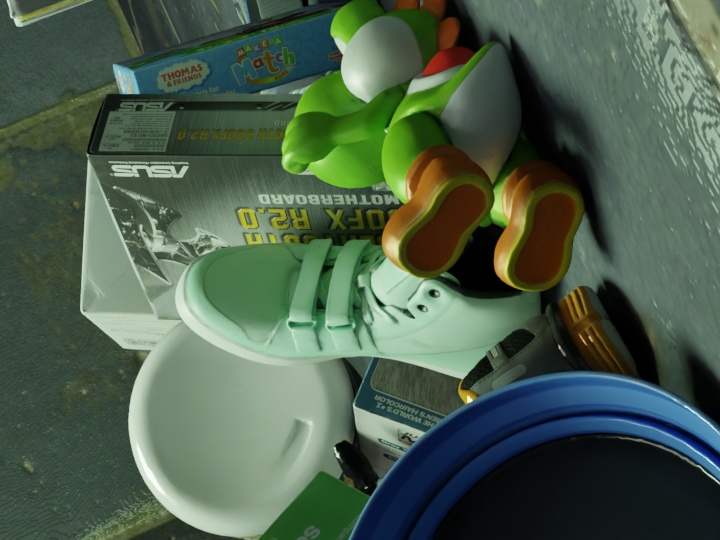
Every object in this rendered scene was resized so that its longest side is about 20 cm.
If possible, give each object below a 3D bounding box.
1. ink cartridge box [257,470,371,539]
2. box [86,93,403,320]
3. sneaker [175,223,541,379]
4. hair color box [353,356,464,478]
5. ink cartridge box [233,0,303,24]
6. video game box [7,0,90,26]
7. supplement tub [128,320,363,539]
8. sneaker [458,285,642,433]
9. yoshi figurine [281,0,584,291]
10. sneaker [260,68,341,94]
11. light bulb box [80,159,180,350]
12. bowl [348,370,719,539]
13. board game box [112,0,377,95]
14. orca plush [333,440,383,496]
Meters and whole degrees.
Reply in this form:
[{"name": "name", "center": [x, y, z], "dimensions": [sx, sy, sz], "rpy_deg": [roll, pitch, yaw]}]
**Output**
[{"name": "ink cartridge box", "center": [0.046, 0.203, 0.772], "dimensions": [0.199, 0.084, 0.147], "rpy_deg": [22, 145, 38]}, {"name": "box", "center": [-0.040, -0.032, 0.943], "dimensions": [0.159, 0.198, 0.049], "rpy_deg": [78, -162, -51]}, {"name": "sneaker", "center": [0.000, 0.000, 0.863], "dimensions": [0.118, 0.199, 0.074], "rpy_deg": [96, 180, -61]}, {"name": "hair color box", "center": [0.055, 0.112, 1.040], "dimensions": [0.099, 0.061, 0.200], "rpy_deg": [19, 158, 11]}, {"name": "ink cartridge box", "center": [-0.076, -0.230, 1.189], "dimensions": [0.201, 0.039, 0.100], "rpy_deg": [79, 166, -55]}, {"name": "video game box", "center": [-0.094, -0.181, 0.850], "dimensions": [0.182, 0.199, 0.047], "rpy_deg": [-145, 33, -74]}, {"name": "supplement tub", "center": [-0.063, 0.107, 1.091], "dimensions": [0.145, 0.144, 0.200], "rpy_deg": [65, -178, 14]}, {"name": "sneaker", "center": [0.088, 0.075, 0.807], "dimensions": [0.079, 0.077, 0.200], "rpy_deg": [60, 173, 28]}, {"name": "yoshi figurine", "center": [0.023, -0.054, 0.785], "dimensions": [0.113, 0.111, 0.200], "rpy_deg": [64, 178, -38]}, {"name": "sneaker", "center": [-0.014, -0.103, 1.074], "dimensions": [0.200, 0.074, 0.087], "rpy_deg": [-130, 29, -50]}, {"name": "light bulb box", "center": [-0.093, -0.010, 1.209], "dimensions": [0.200, 0.196, 0.126], "rpy_deg": [94, 179, -81]}, {"name": "bowl", "center": [0.081, 0.140, 0.654], "dimensions": [0.039, 0.200, 0.201], "rpy_deg": [38, -163, -49]}, {"name": "board game box", "center": [-0.076, -0.134, 1.039], "dimensions": [0.200, 0.150, 0.037], "rpy_deg": [-148, 41, -76]}, {"name": "orca plush", "center": [0.041, 0.154, 0.889], "dimensions": [0.200, 0.071, 0.106], "rpy_deg": [40, 123, 39]}]
